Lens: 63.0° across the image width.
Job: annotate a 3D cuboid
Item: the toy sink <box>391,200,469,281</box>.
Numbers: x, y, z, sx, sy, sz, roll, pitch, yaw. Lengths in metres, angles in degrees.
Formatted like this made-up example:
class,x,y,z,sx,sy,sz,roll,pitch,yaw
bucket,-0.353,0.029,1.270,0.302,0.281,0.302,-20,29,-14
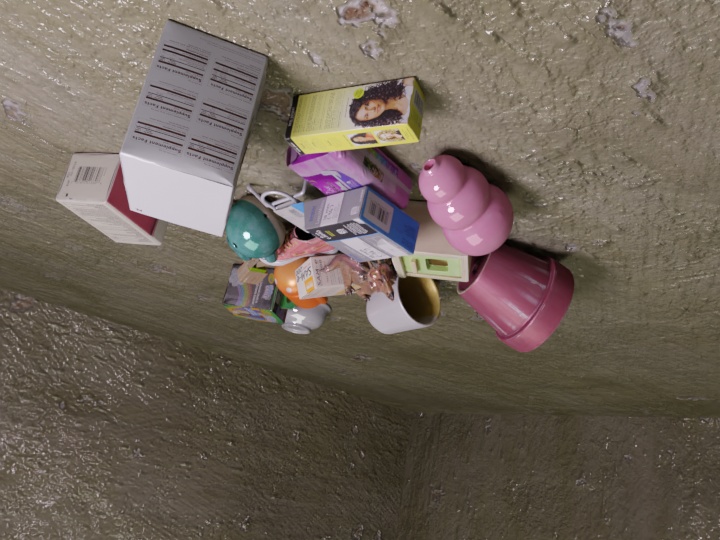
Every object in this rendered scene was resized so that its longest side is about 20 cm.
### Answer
class,x,y,z,sx,sy,sz,roll,pitch,yaw
toy sink,0.118,-0.054,1.141,0.195,0.114,0.131,7,160,13

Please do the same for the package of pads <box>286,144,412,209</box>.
class,x,y,z,sx,sy,sz,roll,pitch,yaw
package of pads,-0.016,-0.164,0.973,0.119,0.077,0.199,-8,153,39

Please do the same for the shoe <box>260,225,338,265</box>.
class,x,y,z,sx,sy,sz,roll,pitch,yaw
shoe,-0.146,-0.068,1.295,0.195,0.073,0.091,-7,154,11

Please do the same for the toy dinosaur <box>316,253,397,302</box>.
class,x,y,z,sx,sy,sz,roll,pitch,yaw
toy dinosaur,0.000,0.000,1.215,0.197,0.087,0.136,21,162,17

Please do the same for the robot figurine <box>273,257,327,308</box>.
class,x,y,z,sx,sy,sz,roll,pitch,yaw
robot figurine,-0.151,0.024,1.494,0.114,0.147,0.200,-16,154,10

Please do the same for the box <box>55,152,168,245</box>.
class,x,y,z,sx,sy,sz,roll,pitch,yaw
box,-0.508,-0.146,1.234,0.125,0.111,0.200,4,160,16

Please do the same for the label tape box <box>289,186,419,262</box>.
class,x,y,z,sx,sy,sz,roll,pitch,yaw
label tape box,-0.018,-0.071,1.021,0.198,0.065,0.143,-7,153,45

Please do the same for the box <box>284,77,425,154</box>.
class,x,y,z,sx,sy,sz,roll,pitch,yaw
box,-0.010,-0.216,0.834,0.196,0.077,0.050,-1,160,28

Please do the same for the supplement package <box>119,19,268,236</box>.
class,x,y,z,sx,sy,sz,roll,pitch,yaw
supplement package,-0.233,-0.189,0.835,0.144,0.204,0.191,15,160,-13

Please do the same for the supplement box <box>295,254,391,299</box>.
class,x,y,z,sx,sy,sz,roll,pitch,yaw
supplement box,-0.039,0.010,1.362,0.196,0.075,0.126,-6,168,-26

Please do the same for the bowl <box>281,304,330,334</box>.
class,x,y,z,sx,sy,sz,roll,pitch,yaw
bowl,-0.199,0.147,1.889,0.196,0.092,0.202,10,159,4

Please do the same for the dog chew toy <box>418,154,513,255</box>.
class,x,y,z,sx,sy,sz,roll,pitch,yaw
dog chew toy,0.167,-0.113,0.961,0.123,0.127,0.199,-8,145,42

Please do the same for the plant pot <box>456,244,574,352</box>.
class,x,y,z,sx,sy,sz,roll,pitch,yaw
plant pot,0.303,0.037,1.201,0.177,0.203,0.200,30,157,-8

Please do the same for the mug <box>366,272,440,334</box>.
class,x,y,z,sx,sy,sz,roll,pitch,yaw
mug,0.106,0.089,1.441,0.184,0.153,0.152,19,147,-36

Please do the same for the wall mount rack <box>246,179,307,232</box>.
class,x,y,z,sx,sy,sz,roll,pitch,yaw
wall mount rack,-0.128,-0.127,1.148,0.171,0.076,0.199,-10,152,37

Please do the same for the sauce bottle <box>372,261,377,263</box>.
class,x,y,z,sx,sy,sz,roll,pitch,yaw
sauce bottle,0.015,-0.065,1.234,0.064,0.067,0.200,6,163,13

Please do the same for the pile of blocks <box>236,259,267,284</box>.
class,x,y,z,sx,sy,sz,roll,pitch,yaw
pile of blocks,-0.249,-0.050,1.413,0.081,0.063,0.201,-7,145,-27

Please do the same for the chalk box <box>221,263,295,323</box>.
class,x,y,z,sx,sy,sz,roll,pitch,yaw
chalk box,-0.269,0.070,1.668,0.195,0.127,0.124,8,160,12

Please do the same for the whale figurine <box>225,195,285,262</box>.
class,x,y,z,sx,sy,sz,roll,pitch,yaw
whale figurine,-0.243,-0.070,1.245,0.160,0.104,0.199,49,145,-7
